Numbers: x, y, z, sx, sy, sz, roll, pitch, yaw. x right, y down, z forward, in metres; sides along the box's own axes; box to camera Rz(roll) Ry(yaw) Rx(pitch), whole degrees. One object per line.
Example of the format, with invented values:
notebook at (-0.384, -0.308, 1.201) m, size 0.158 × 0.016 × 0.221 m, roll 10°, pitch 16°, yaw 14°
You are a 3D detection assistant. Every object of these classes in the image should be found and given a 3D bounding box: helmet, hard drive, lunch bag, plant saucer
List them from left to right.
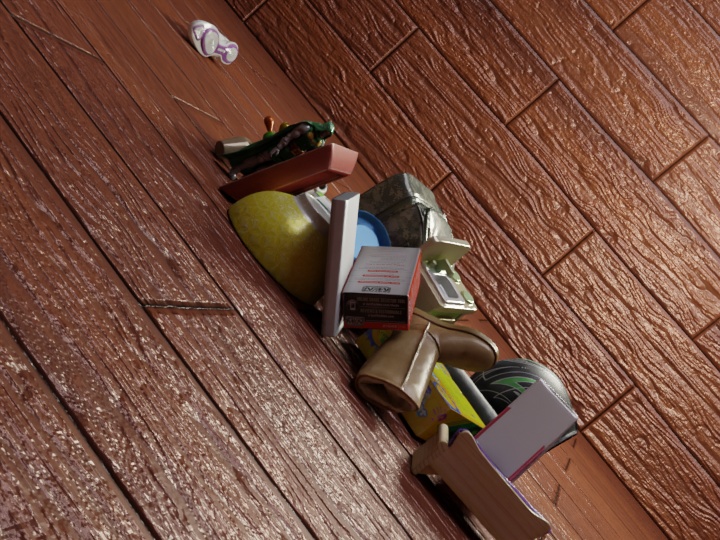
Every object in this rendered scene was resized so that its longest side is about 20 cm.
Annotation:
plant saucer at (-0.109, -0.151, 1.663) m, size 0.200 × 0.199 × 0.037 m, roll -10°, pitch 80°, yaw -78°
hard drive at (-0.030, -0.013, 1.514) m, size 0.027 × 0.201 × 0.132 m, roll 7°, pitch 10°, yaw 7°
lunch bag at (0.091, -0.065, 1.861) m, size 0.200 × 0.139 × 0.168 m, roll 30°, pitch 35°, yaw -65°
helmet at (0.283, 0.255, 1.853) m, size 0.191 × 0.200 × 0.200 m, roll 60°, pitch 12°, yaw 15°

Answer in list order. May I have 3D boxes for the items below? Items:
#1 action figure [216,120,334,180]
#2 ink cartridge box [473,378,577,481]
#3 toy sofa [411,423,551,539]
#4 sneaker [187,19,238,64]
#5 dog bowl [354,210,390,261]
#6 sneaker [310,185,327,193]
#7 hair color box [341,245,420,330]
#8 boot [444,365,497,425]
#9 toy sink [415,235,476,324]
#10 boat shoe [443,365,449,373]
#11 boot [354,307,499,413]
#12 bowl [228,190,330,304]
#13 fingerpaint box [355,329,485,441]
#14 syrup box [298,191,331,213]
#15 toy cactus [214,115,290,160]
action figure at (-0.129, -0.201, 1.709) m, size 0.118 × 0.199 × 0.055 m, roll 36°, pitch 34°, yaw -48°
ink cartridge box at (0.230, 0.260, 1.516) m, size 0.083 × 0.146 × 0.200 m, roll 47°, pitch -15°, yaw 15°
toy sofa at (0.168, 0.303, 1.388) m, size 0.200 × 0.098 × 0.083 m, roll 48°, pitch 9°, yaw -2°
sneaker at (-0.383, -0.567, 2.482) m, size 0.099 × 0.075 × 0.200 m, roll 33°, pitch 3°, yaw 20°
dog bowl at (0.000, 0.000, 1.712) m, size 0.111 × 0.050 × 0.201 m, roll 4°, pitch 69°, yaw -38°
sneaker at (-0.130, -0.189, 2.068) m, size 0.073 × 0.071 × 0.200 m, roll 52°, pitch 9°, yaw 19°
hair color box at (0.036, 0.024, 1.558) m, size 0.200 × 0.101 × 0.062 m, roll -66°, pitch 157°, yaw -67°
boot at (0.208, 0.230, 1.737) m, size 0.072 × 0.182 × 0.200 m, roll -4°, pitch 54°, yaw -38°
toy sink at (0.117, 0.047, 1.764) m, size 0.130 × 0.200 × 0.112 m, roll 7°, pitch 48°, yaw -55°
boat shoe at (0.129, 0.199, 1.716) m, size 0.200 × 0.067 × 0.057 m, roll 58°, pitch -3°, yaw 29°
boot at (0.101, 0.147, 1.479) m, size 0.174 × 0.066 × 0.200 m, roll 20°, pitch 32°, yaw 10°
bowl at (-0.098, -0.056, 1.560) m, size 0.200 × 0.108 × 0.200 m, roll 48°, pitch 8°, yaw -10°
fingerpaint box at (0.098, 0.187, 1.608) m, size 0.200 × 0.073 × 0.167 m, roll 55°, pitch 10°, yaw 33°
syrup box at (-0.089, -0.085, 1.807) m, size 0.079 × 0.081 × 0.200 m, roll 47°, pitch 8°, yaw 1°
toy cactus at (-0.181, -0.224, 1.796) m, size 0.165 × 0.103 × 0.200 m, roll -6°, pitch 11°, yaw -42°
